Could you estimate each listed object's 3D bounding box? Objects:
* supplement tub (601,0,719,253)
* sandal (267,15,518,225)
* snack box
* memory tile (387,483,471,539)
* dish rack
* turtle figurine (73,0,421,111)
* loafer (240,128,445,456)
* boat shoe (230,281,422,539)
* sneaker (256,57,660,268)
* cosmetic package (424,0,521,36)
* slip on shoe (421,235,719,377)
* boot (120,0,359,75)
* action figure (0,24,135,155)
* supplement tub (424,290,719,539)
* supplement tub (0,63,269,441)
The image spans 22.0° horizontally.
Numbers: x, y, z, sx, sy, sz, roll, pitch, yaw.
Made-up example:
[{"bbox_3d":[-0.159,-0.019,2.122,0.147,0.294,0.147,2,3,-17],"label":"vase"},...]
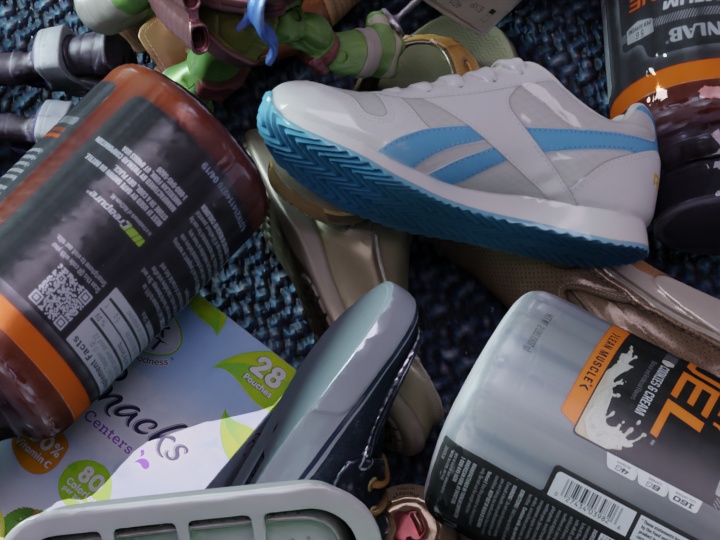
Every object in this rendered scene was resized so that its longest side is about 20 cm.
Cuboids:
[{"bbox_3d":[0.181,-0.114,0.970,0.106,0.107,0.202,-2,67,1],"label":"supplement tub"},{"bbox_3d":[0.026,-0.091,0.969,0.080,0.054,0.200,32,43,19],"label":"sandal"},{"bbox_3d":[-0.150,0.088,0.930,0.168,0.068,0.200,35,71,16],"label":"snack box"},{"bbox_3d":[0.104,0.167,0.913,0.198,0.017,0.155,-9,67,-1],"label":"memory tile"},{"bbox_3d":[-0.067,0.184,0.846,0.170,0.044,0.202,-7,111,1],"label":"dish rack"},{"bbox_3d":[-0.043,-0.153,0.928,0.143,0.193,0.202,32,58,-27],"label":"turtle figurine"},{"bbox_3d":[0.000,0.000,0.955,0.068,0.076,0.201,-22,65,-11],"label":"loafer"},{"bbox_3d":[-0.008,0.106,0.880,0.090,0.071,0.201,30,104,-12],"label":"boat shoe"},{"bbox_3d":[0.048,-0.061,0.886,0.198,0.076,0.082,14,76,-13],"label":"sneaker"},{"bbox_3d":[0.042,-0.237,1.010,0.105,0.071,0.201,-44,51,19],"label":"cosmetic package"},{"bbox_3d":[0.112,0.021,0.946,0.199,0.076,0.061,29,67,5],"label":"slip on shoe"},{"bbox_3d":[-0.092,-0.199,1.047,0.154,0.074,0.201,-35,67,-7],"label":"boot"},{"bbox_3d":[-0.225,-0.093,1.012,0.198,0.069,0.132,6,75,9],"label":"action figure"},{"bbox_3d":[0.140,0.104,0.863,0.199,0.123,0.123,27,71,12],"label":"supplement tub"},{"bbox_3d":[-0.143,0.004,0.872,0.107,0.107,0.200,38,72,17],"label":"supplement tub"}]
